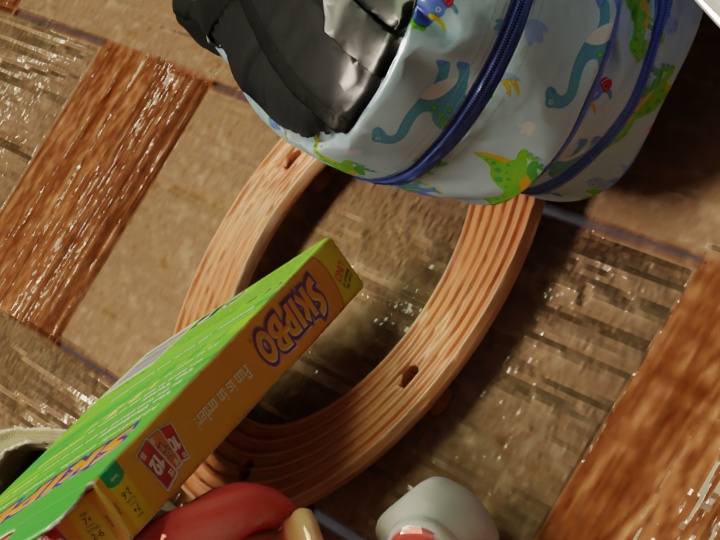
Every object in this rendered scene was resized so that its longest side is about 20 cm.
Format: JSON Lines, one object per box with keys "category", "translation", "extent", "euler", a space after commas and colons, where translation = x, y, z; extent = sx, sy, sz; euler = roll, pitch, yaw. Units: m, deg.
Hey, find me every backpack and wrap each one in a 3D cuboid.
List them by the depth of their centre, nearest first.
{"category": "backpack", "translation": [0.023, -0.102, 0.926], "extent": [0.163, 0.154, 0.200], "euler": [-62, 11, 13]}

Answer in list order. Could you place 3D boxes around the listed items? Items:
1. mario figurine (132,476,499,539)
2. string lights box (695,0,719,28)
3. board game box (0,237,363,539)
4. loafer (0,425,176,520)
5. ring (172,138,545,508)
{"category": "mario figurine", "translation": [-0.001, 0.135, 0.843], "extent": [0.200, 0.123, 0.106], "euler": [-133, 35, -53]}
{"category": "string lights box", "translation": [0.093, -0.133, 0.823], "extent": [0.059, 0.103, 0.200], "euler": [-46, 63, 17]}
{"category": "board game box", "translation": [-0.075, 0.057, 0.927], "extent": [0.096, 0.030, 0.200], "euler": [-32, 6, 33]}
{"category": "loafer", "translation": [-0.114, 0.091, 1.043], "extent": [0.200, 0.068, 0.076], "euler": [12, 71, 60]}
{"category": "ring", "translation": [0.000, 0.000, 1.012], "extent": [0.200, 0.019, 0.201], "euler": [-37, 34, 30]}
